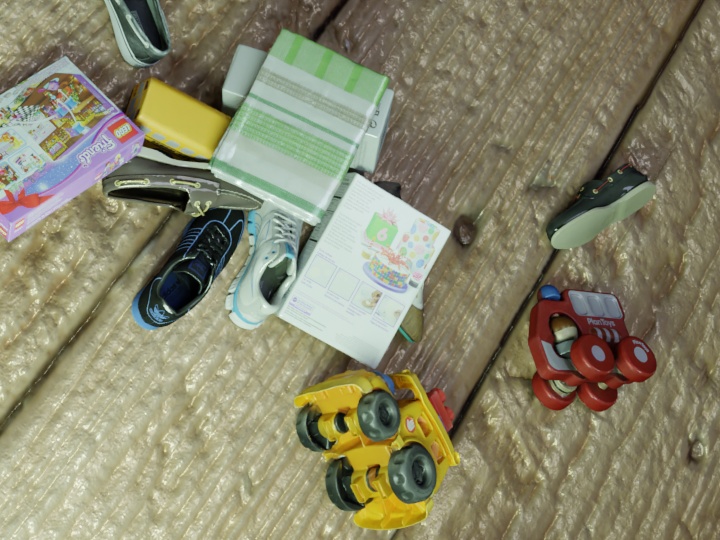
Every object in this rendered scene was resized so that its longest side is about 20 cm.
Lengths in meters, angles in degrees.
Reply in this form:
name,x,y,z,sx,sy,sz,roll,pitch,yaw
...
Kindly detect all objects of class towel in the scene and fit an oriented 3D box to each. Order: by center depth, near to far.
name,x,y,z,sx,sy,sz,roll,pitch,yaw
towel,-0.071,-0.168,1.615,0.148,0.031,0.201,27,76,1

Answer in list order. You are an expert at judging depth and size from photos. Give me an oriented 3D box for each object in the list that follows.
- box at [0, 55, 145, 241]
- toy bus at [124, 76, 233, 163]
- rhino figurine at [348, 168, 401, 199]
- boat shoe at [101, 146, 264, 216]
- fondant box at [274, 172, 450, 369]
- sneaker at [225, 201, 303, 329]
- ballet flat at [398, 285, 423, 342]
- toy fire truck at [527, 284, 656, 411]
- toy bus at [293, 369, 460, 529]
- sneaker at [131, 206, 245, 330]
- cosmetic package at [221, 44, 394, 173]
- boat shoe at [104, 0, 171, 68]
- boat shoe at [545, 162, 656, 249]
name,x,y,z,sx,sy,sz,roll,pitch,yaw
box,-0.358,-0.138,1.531,0.137,0.039,0.200,44,56,10
toy bus,-0.189,-0.156,1.660,0.199,0.078,0.066,26,67,-29
rhino figurine,-0.021,-0.122,1.779,0.199,0.060,0.088,32,69,-22
boat shoe,-0.206,-0.096,1.628,0.199,0.072,0.060,13,66,-20
fondant box,0.000,0.000,1.720,0.144,0.058,0.201,30,88,-15
sneaker,-0.099,-0.026,1.695,0.075,0.086,0.201,23,68,-28
ballet flat,0.036,0.005,1.786,0.200,0.072,0.068,50,13,-13
toy fire truck,0.313,0.101,1.960,0.199,0.112,0.169,6,54,-35
toy bus,0.038,0.191,1.724,0.192,0.135,0.201,-42,110,-45
sneaker,-0.189,-0.010,1.632,0.070,0.078,0.200,44,59,-18
cosmetic package,-0.065,-0.196,1.688,0.199,0.102,0.072,17,67,1
boat shoe,-0.278,-0.343,1.639,0.073,0.068,0.201,-17,91,-36
boat shoe,0.345,-0.094,2.037,0.201,0.074,0.063,-29,62,-25
